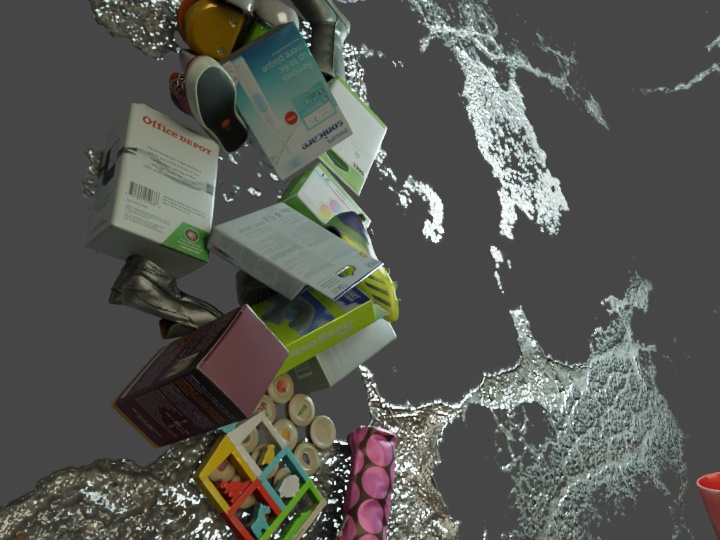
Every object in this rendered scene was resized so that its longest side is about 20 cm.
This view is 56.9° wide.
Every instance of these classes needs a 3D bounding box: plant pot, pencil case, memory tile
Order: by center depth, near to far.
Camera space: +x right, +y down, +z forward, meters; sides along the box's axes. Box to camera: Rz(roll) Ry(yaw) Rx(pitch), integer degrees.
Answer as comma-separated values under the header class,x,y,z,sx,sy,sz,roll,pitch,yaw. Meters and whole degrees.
class,x,y,z,sx,sy,sz,roll,pitch,yaw
memory tile,-0.125,0.256,0.956,0.154,0.017,0.200,52,46,-15
pencil case,0.005,0.339,1.018,0.093,0.091,0.201,30,48,-27
plant pot,1.135,0.719,1.997,0.200,0.200,0.178,-8,87,-49

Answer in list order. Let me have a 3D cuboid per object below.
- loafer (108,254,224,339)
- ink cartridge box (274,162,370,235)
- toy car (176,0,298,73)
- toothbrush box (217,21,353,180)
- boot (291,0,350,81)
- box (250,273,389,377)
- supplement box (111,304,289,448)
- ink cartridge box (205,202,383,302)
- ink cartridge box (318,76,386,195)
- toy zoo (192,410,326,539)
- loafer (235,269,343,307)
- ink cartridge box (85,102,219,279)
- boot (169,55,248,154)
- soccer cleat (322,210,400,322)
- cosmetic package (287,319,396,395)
class,x,y,z,sx,sy,sz,roll,pitch,yaw
loafer,-0.249,0.063,0.905,0.200,0.073,0.072,39,68,-23
ink cartridge box,-0.082,-0.063,1.136,0.148,0.076,0.200,47,41,-20
toy car,-0.216,-0.395,1.123,0.199,0.176,0.150,15,21,-39
toothbrush box,-0.127,-0.271,1.069,0.146,0.085,0.200,-34,116,-9
boot,-0.091,-0.471,1.356,0.181,0.072,0.201,30,57,-32
box,-0.073,0.067,0.968,0.199,0.122,0.048,-27,127,-22
supplement box,-0.196,0.133,0.810,0.086,0.200,0.110,50,41,-17
ink cartridge box,-0.089,-0.021,0.965,0.200,0.043,0.196,32,24,11
ink cartridge box,-0.046,-0.245,1.262,0.148,0.076,0.201,42,49,-26
toy zoo,-0.141,0.287,0.903,0.200,0.020,0.131,57,46,-11
loafer,-0.111,0.018,1.052,0.199,0.075,0.070,2,39,-42
ink cartridge box,-0.285,-0.110,0.930,0.146,0.083,0.201,25,54,-39
boot,-0.248,-0.270,0.980,0.144,0.200,0.072,43,77,14
soccer cleat,0.000,0.000,1.099,0.083,0.065,0.201,-24,88,-21
cosmetic package,-0.039,0.112,1.088,0.200,0.090,0.107,-26,90,-53
